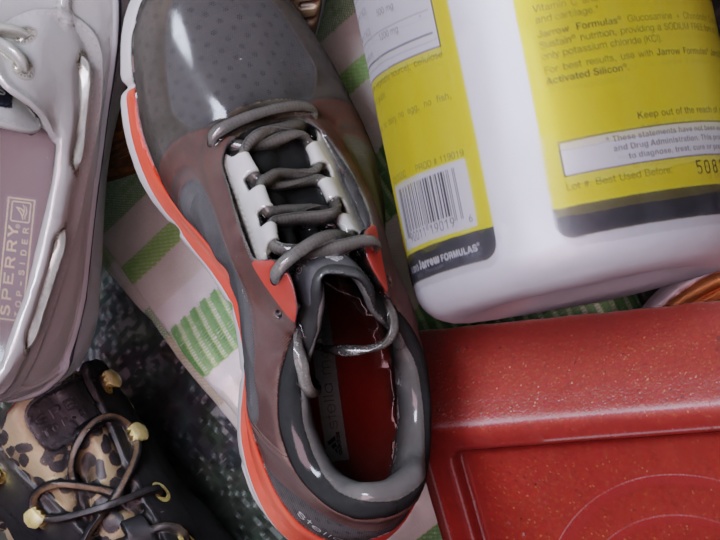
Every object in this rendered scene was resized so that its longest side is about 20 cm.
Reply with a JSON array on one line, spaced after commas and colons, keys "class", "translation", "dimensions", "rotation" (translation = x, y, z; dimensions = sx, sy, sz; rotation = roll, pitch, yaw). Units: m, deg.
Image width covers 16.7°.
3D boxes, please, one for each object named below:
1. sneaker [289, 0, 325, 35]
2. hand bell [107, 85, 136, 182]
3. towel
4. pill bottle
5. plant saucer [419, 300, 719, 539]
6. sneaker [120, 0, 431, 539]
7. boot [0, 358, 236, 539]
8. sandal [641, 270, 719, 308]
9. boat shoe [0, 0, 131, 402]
[{"class": "sneaker", "translation": [-0.038, -0.168, 0.829], "dimensions": [0.070, 0.109, 0.200], "rotation": [0, 119, 15]}, {"class": "hand bell", "translation": [-0.132, -0.027, 0.855], "dimensions": [0.200, 0.104, 0.104], "rotation": [-21, 90, 20]}, {"class": "towel", "translation": [0.000, 0.000, 0.864], "dimensions": [0.153, 0.023, 0.200], "rotation": [-39, 83, 17]}, {"class": "pill bottle", "translation": [0.054, -0.090, 0.783], "dimensions": [0.112, 0.112, 0.200], "rotation": [-13, 84, 18]}, {"class": "plant saucer", "translation": [0.114, 0.109, 0.792], "dimensions": [0.199, 0.037, 0.200], "rotation": [-7, 108, 30]}, {"class": "sneaker", "translation": [-0.015, -0.012, 0.766], "dimensions": [0.077, 0.082, 0.200], "rotation": [-19, 87, -18]}, {"class": "boot", "translation": [-0.066, 0.100, 0.819], "dimensions": [0.073, 0.200, 0.151], "rotation": [-38, 78, -10]}, {"class": "sandal", "translation": [0.181, 0.030, 0.786], "dimensions": [0.206, 0.059, 0.079], "rotation": [-4, 95, 13]}, {"class": "boat shoe", "translation": [-0.117, -0.055, 0.786], "dimensions": [0.072, 0.066, 0.200], "rotation": [8, 96, 10]}]
